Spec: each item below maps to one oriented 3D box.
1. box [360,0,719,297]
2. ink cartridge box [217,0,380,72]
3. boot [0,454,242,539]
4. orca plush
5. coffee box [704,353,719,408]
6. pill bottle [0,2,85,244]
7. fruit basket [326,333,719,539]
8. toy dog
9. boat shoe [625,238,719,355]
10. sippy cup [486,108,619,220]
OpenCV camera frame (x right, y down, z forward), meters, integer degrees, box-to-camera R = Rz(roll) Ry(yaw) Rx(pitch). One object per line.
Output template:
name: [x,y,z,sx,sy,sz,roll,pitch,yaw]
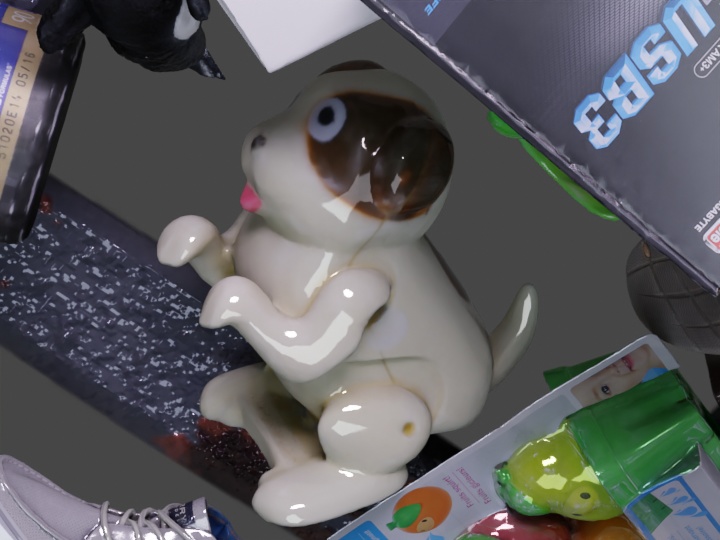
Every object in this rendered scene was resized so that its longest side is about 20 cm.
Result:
box: [0.128,-0.126,0.795,0.198,0.050,0.200,41,114,-1]
ink cartridge box: [0.027,-0.187,0.902,0.200,0.145,0.084,-25,116,16]
boot: [-0.127,0.147,1.157,0.096,0.074,0.200,-37,121,15]
orca plush: [-0.120,-0.128,0.932,0.071,0.200,0.105,-35,82,-7]
coffee box: [0.269,0.099,1.100,0.113,0.080,0.200,-23,117,15]
pill bottle: [-0.240,-0.091,0.989,0.200,0.112,0.112,17,120,-8]
fruit basket: [0.109,0.139,1.093,0.200,0.094,0.185,-37,131,3]
toy dog: [0.000,0.000,1.022,0.194,0.140,0.200,-9,121,-8]
boat shoe: [0.223,0.001,1.024,0.200,0.073,0.075,-6,88,44]
sippy cup: [0.146,-0.090,0.943,0.130,0.178,0.140,34,89,1]
